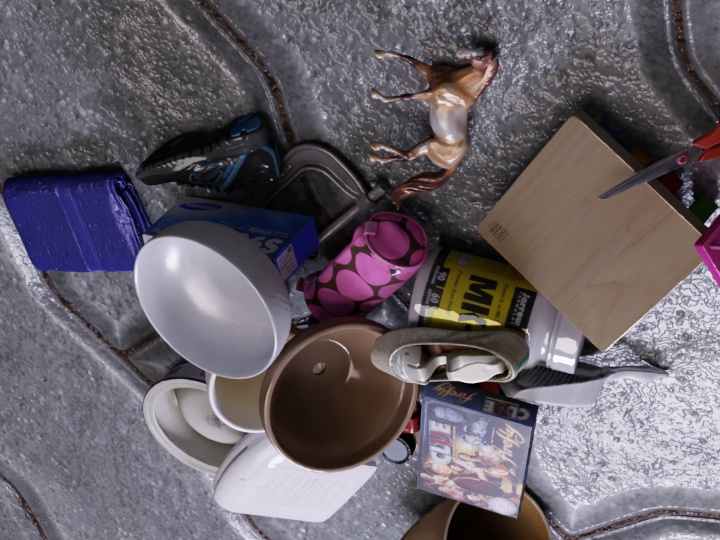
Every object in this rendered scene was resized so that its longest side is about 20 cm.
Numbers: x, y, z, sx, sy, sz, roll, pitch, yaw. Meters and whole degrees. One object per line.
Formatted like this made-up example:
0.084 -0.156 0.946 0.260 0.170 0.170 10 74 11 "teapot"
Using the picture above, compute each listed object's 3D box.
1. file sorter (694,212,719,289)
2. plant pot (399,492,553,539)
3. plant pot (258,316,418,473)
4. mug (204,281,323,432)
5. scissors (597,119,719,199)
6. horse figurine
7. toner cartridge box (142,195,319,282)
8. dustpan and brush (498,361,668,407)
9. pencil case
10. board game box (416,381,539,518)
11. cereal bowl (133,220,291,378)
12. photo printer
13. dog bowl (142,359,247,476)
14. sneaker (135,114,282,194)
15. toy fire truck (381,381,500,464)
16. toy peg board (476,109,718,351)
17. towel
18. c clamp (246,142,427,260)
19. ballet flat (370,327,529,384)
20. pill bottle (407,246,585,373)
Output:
0.458 0.005 1.269 0.200 0.139 0.125 53 157 -23 "file sorter"
0.138 0.402 1.797 0.186 0.187 0.200 43 147 -14 "plant pot"
-0.036 0.137 1.567 0.200 0.093 0.202 -9 117 -19 "plant pot"
-0.127 0.093 1.656 0.187 0.153 0.149 -46 123 8 "mug"
0.328 -0.123 1.268 0.199 0.014 0.073 -12 119 0 "scissors"
0.076 -0.162 1.390 0.132 0.050 0.201 4 124 1 "horse figurine"
-0.159 -0.038 1.572 0.199 0.095 0.043 10 128 29 "toner cartridge box"
0.269 0.129 1.536 0.199 0.140 0.058 11 99 -4 "dustpan and brush"
0.000 0.000 1.532 0.093 0.091 0.200 33 144 -10 "pencil case"
0.139 0.217 1.558 0.135 0.035 0.201 15 140 14 "board game box"
-0.161 0.024 1.492 0.199 0.083 0.201 19 131 23 "cereal bowl"
-0.098 0.280 1.788 0.199 0.070 0.167 14 132 -34 "photo printer"
-0.210 0.206 1.851 0.199 0.074 0.201 14 133 15 "dog bowl"
-0.186 -0.122 1.545 0.199 0.073 0.082 -10 123 32 "sneaker"
0.101 0.157 1.633 0.175 0.129 0.201 7 120 22 "toy fire truck"
0.267 -0.055 1.388 0.199 0.098 0.200 44 134 6 "toy peg board"
-0.372 -0.067 1.710 0.199 0.050 0.148 0 121 27 "towel"
-0.044 -0.071 1.553 0.171 0.027 0.200 46 134 -15 "c clamp"
0.092 0.100 1.451 0.199 0.062 0.068 -7 118 27 "ballet flat"
0.165 0.049 1.498 0.199 0.115 0.115 14 134 14 "pill bottle"
